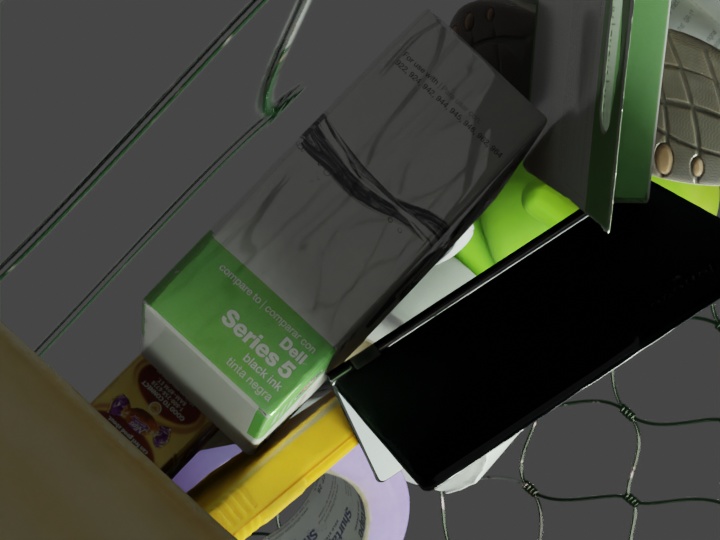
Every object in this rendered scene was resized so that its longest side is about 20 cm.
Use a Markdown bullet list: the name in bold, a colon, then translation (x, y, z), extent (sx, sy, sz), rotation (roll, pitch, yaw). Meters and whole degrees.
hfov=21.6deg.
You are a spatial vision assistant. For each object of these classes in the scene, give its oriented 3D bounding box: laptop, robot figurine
- **laptop**: translation (0.094, 0.052, 0.915), extent (0.187, 0.116, 0.200), rotation (-32, 149, -7)
- **robot figurine**: translation (0.160, -0.045, 1.327), extent (0.200, 0.116, 0.175), rotation (-18, -169, 22)

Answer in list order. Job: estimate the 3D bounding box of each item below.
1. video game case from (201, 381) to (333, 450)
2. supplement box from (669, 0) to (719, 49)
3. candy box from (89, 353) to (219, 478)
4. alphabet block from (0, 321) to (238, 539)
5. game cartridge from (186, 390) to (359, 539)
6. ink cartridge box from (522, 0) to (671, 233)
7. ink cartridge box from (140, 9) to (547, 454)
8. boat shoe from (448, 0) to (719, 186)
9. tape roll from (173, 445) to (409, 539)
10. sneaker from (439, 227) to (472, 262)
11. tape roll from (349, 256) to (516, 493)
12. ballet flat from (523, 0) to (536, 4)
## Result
- **video game case**: translation (-0.053, 0.088, 1.194), extent (0.200, 0.022, 0.182), rotation (-12, 180, 7)
- **supplement box**: translation (0.198, -0.151, 1.014), extent (0.101, 0.200, 0.103), rotation (-47, 175, -17)
- **candy box**: translation (-0.125, 0.095, 1.027), extent (0.200, 0.056, 0.117), rotation (-47, 177, -23)
- **alphabet block**: translation (-0.120, 0.157, 0.608), extent (0.195, 0.200, 0.196), rotation (-46, 176, -16)
- **game cartridge**: translation (-0.078, 0.131, 1.007), extent (0.176, 0.032, 0.200), rotation (-36, -178, 39)
- **ink cartridge box**: translation (0.116, -0.101, 0.853), extent (0.200, 0.048, 0.146), rotation (-123, -143, -76)
- **ink cartridge box**: translation (-0.012, -0.015, 0.936), extent (0.200, 0.084, 0.146), rotation (-46, 176, -13)
- **boat shoe**: translation (0.141, -0.099, 0.989), extent (0.072, 0.200, 0.076), rotation (-12, 123, -55)
- **tape roll**: translation (-0.071, 0.174, 1.358), extent (0.200, 0.200, 0.085), rotation (-48, -139, 8)
- **sneaker**: translation (0.000, 0.000, 1.169), extent (0.114, 0.075, 0.200), rotation (-49, 179, -16)
- **tape roll**: translation (0.032, 0.066, 1.385), extent (0.071, 0.202, 0.202), rotation (-45, 176, -31)
- **ballet flat**: translation (0.086, -0.111, 1.138), extent (0.200, 0.067, 0.064), rotation (117, -15, -60)
